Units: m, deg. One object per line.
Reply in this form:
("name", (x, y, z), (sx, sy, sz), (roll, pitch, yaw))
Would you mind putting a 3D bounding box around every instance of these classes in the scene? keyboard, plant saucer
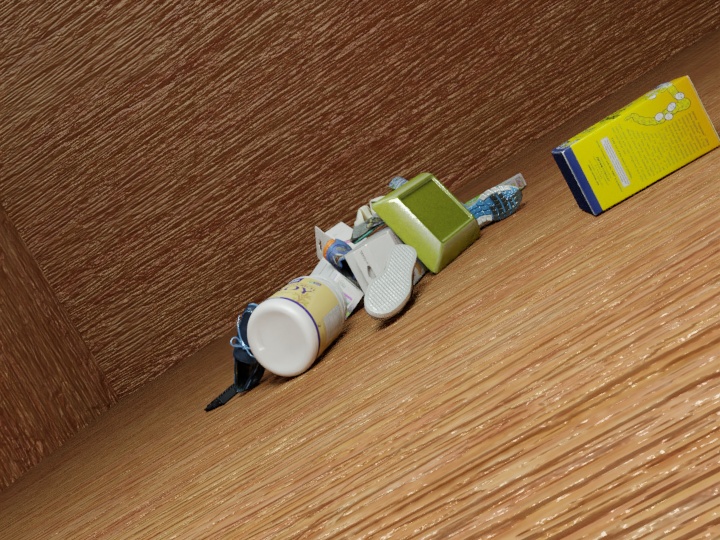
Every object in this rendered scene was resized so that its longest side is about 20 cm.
("keyboard", (-0.272, 0.241, 1.418), (0.103, 0.040, 0.200), (-30, 6, 33))
("plant saucer", (0.153, -0.119, 1.334), (0.199, 0.200, 0.048), (-35, -14, -40))

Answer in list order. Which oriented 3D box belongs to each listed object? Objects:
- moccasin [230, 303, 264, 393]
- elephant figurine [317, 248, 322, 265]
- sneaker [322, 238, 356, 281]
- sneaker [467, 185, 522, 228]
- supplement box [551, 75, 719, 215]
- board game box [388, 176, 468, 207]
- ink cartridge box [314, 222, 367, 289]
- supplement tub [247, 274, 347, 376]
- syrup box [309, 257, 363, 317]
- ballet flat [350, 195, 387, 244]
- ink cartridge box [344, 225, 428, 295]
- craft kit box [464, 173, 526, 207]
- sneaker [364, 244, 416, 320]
("moccasin", (-0.219, 0.165, 1.257), (0.079, 0.205, 0.068), (17, 32, 19))
("elephant figurine", (-0.063, 0.029, 1.770), (0.137, 0.158, 0.203), (-3, -43, -10))
("sneaker", (0.000, 0.000, 1.452), (0.076, 0.197, 0.079), (-58, 34, 13))
("sneaker", (0.297, -0.144, 1.483), (0.198, 0.076, 0.086), (-29, 0, 33))
("supplement box", (0.407, -0.185, 0.944), (0.197, 0.111, 0.109), (-30, 5, 12))
("board game box", (0.202, -0.177, 1.648), (0.063, 0.198, 0.199), (-59, 37, 2))
("ink cartridge box", (-0.030, -0.041, 1.610), (0.067, 0.198, 0.119), (-33, -38, -31))
("supplement tub", (-0.114, 0.097, 1.206), (0.143, 0.148, 0.200), (-28, 6, 25))
("syrup box", (-0.064, 0.040, 1.497), (0.082, 0.078, 0.200), (-53, 19, 2))
("ballet flat", (0.032, -0.124, 1.432), (0.072, 0.073, 0.199), (-35, 5, -41))
("ink cartridge box", (0.068, -0.024, 1.381), (0.124, 0.131, 0.200), (-28, 7, 29))
("craft kit box", (0.346, -0.185, 1.750), (0.198, 0.049, 0.197), (-28, 4, 39))
("sneaker", (0.059, 0.040, 1.146), (0.201, 0.077, 0.081), (-58, -19, -49))
